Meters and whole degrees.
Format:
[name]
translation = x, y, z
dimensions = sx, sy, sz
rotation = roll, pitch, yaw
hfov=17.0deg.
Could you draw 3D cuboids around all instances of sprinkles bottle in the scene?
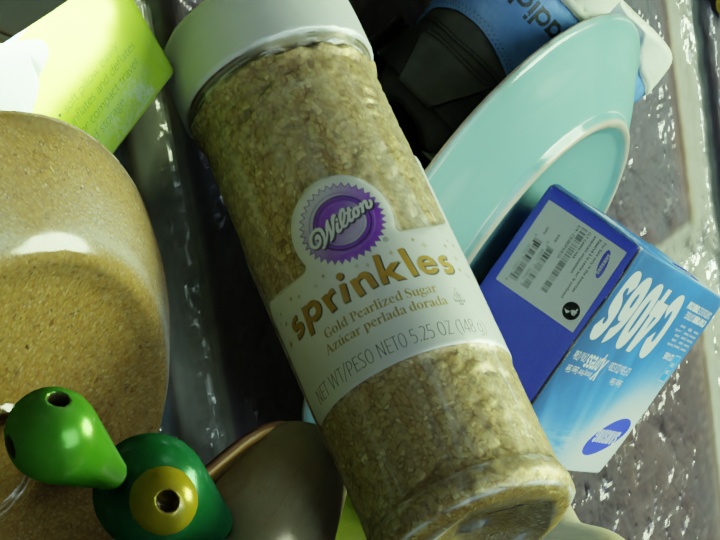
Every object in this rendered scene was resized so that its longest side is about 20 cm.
[sprinkles bottle]
translation = 0.000, 0.000, 0.771
dimensions = 0.068, 0.068, 0.200
rotation = 14, 45, -52

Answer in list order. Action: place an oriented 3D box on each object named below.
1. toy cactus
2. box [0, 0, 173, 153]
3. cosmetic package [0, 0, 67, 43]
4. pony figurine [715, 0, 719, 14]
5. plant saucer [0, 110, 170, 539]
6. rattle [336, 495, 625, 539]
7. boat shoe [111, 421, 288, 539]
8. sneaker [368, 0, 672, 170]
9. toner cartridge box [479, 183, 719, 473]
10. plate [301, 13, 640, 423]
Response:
[toy cactus]
translation = -0.049, 0.108, 0.722
dimensions = 0.200, 0.102, 0.165
rotation = 58, 33, -17
[box]
translation = -0.142, -0.095, 0.713
dimensions = 0.122, 0.048, 0.200
rotation = -57, 135, -32
[cosmetic package]
translation = -0.151, -0.148, 0.611
dimensions = 0.200, 0.073, 0.104
rotation = 24, 64, -28
[pony figurine]
translation = 0.222, -0.236, 1.109
dimensions = 0.193, 0.166, 0.201
rotation = 88, 18, -67
[plant saucer]
translation = -0.120, 0.052, 0.712
dimensions = 0.200, 0.035, 0.201
rotation = -33, 138, -36
[rattle]
translation = 0.060, 0.154, 0.873
dimensions = 0.130, 0.200, 0.143
rotation = -27, 114, -48
[boat shoe]
translation = -0.073, 0.117, 0.793
dimensions = 0.200, 0.072, 0.068
rotation = -43, 145, -48
[sneaker]
translation = 0.059, -0.077, 0.960
dimensions = 0.111, 0.077, 0.200
rotation = -46, 170, 6
[toner cartridge box]
translation = 0.085, 0.028, 0.939
dimensions = 0.095, 0.043, 0.200
rotation = -54, 163, 6
[plate]
translation = 0.051, -0.006, 0.901
dimensions = 0.200, 0.026, 0.200
rotation = -47, 161, -21
